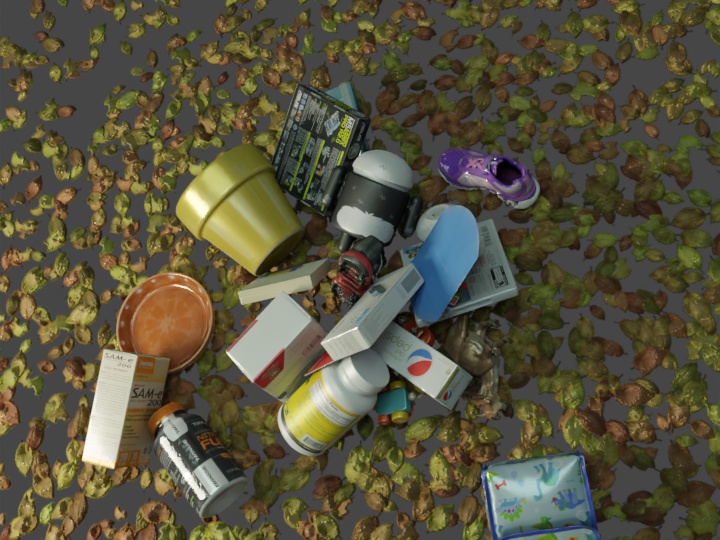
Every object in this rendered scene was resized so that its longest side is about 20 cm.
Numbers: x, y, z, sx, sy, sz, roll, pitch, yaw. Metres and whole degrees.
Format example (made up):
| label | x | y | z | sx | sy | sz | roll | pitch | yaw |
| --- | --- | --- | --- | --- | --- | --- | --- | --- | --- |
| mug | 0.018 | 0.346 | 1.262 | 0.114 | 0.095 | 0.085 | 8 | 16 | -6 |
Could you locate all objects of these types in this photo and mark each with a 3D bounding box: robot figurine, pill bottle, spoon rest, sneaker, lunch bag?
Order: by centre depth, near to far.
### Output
| label | x | y | z | sx | sy | sz | roll | pitch | yaw |
| --- | --- | --- | --- | --- | --- | --- | --- | --- | --- |
| lunch bag | 0.288 | 0.399 | 1.496 | 0.168 | 0.127 | 0.202 | -9 | 82 | 8 |
| pill bottle | -0.044 | 0.218 | 1.601 | 0.200 | 0.112 | 0.113 | -46 | 63 | 30 |
| pill bottle | -0.296 | 0.329 | 1.672 | 0.106 | 0.106 | 0.200 | -42 | 67 | -3 |
| sneaker | 0.000 | 0.000 | 1.674 | 0.071 | 0.201 | 0.098 | 35 | 66 | 7 |
| spoon rest | 0.166 | -0.065 | 1.688 | 0.099 | 0.061 | 0.200 | -28 | 30 | -7 |
| robot figurine | 0.021 | -0.121 | 1.729 | 0.124 | 0.150 | 0.202 | 29 | 101 | 47 |
| sneaker | 0.232 | -0.185 | 1.729 | 0.199 | 0.089 | 0.081 | 22 | 79 | 21 |
| sneaker | -0.057 | -0.265 | 1.838 | 0.129 | 0.080 | 0.201 | -15 | 59 | 7 |

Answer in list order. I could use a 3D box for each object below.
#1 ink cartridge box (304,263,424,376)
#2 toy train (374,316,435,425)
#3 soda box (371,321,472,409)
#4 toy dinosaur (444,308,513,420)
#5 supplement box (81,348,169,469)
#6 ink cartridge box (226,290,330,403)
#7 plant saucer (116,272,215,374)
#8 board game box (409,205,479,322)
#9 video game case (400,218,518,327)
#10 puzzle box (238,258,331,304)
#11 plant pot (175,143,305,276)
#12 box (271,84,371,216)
| label | x | y | z | sx | sy | sz | roll | pitch | yaw |
| --- | --- | --- | --- | --- | --- | --- | --- | --- | --- |
| ink cartridge box | -0.003 | 0.082 | 1.585 | 0.176 | 0.200 | 0.045 | -28 | 103 | 42 |
| toy train | 0.082 | 0.181 | 1.661 | 0.200 | 0.056 | 0.150 | -50 | 48 | 1 |
| soda box | 0.091 | 0.151 | 1.593 | 0.199 | 0.064 | 0.068 | 32 | 85 | 41 |
| toy dinosaur | 0.189 | 0.151 | 1.630 | 0.136 | 0.085 | 0.201 | -54 | 47 | 25 |
| supplement box | -0.421 | 0.249 | 1.704 | 0.073 | 0.126 | 0.202 | 9 | 86 | 17 |
| ink cartridge box | -0.124 | 0.142 | 1.645 | 0.083 | 0.200 | 0.145 | 41 | 85 | 26 |
| plant saucer | -0.372 | 0.103 | 1.812 | 0.198 | 0.032 | 0.202 | -5 | 69 | 12 |
| board game box | 0.151 | -0.009 | 1.584 | 0.201 | 0.039 | 0.158 | -59 | 30 | 24 |
| video game case | 0.170 | 0.002 | 1.666 | 0.181 | 0.022 | 0.201 | -19 | 39 | 7 |
| puzzle box | -0.131 | 0.018 | 1.698 | 0.132 | 0.200 | 0.026 | -14 | 97 | 10 |
| plant pot | -0.212 | -0.100 | 1.765 | 0.201 | 0.201 | 0.189 | -42 | 82 | -3 |
| box | -0.082 | -0.229 | 1.789 | 0.160 | 0.044 | 0.201 | 32 | 113 | 27 |
